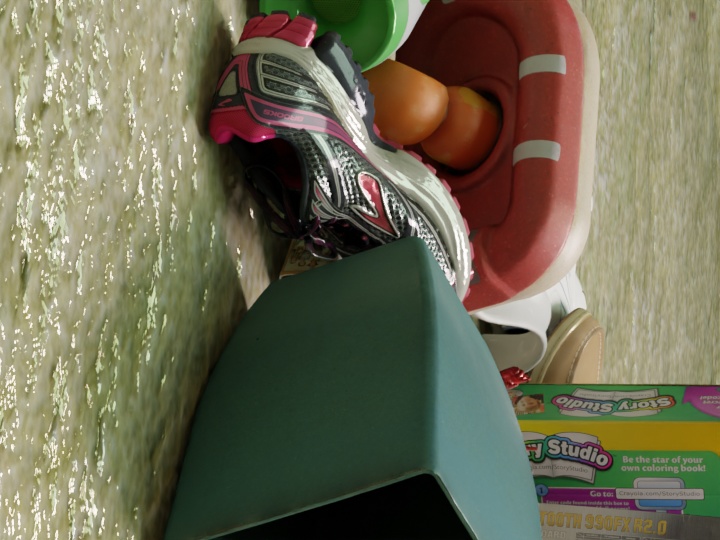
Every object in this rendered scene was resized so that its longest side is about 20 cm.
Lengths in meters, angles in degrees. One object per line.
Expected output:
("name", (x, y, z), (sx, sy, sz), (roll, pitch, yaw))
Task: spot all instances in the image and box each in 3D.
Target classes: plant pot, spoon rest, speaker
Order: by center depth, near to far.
("plant pot", (0.003, 0.089, 1.405), (0.201, 0.141, 0.142), (-87, 152, -48))
("speaker", (0.006, -0.176, 1.551), (0.200, 0.088, 0.089), (-63, 149, -59))
("spoon rest", (0.087, 0.008, 1.894), (0.200, 0.060, 0.100), (68, 26, -55))

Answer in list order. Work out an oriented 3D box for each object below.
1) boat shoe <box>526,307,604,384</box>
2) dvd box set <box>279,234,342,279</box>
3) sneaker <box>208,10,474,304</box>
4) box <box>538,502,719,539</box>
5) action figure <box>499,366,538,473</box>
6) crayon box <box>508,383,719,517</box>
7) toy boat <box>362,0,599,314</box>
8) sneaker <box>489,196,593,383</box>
("boat shoe", (0.152, 0.118, 2.025), (0.071, 0.064, 0.201), (-35, 141, -44))
("dvd box set", (0.000, 0.000, 1.625), (0.200, 0.029, 0.147), (-73, 157, -50))
("sneaker", (-0.015, -0.038, 1.467), (0.200, 0.080, 0.075), (51, 50, -33))
("box", (0.147, 0.186, 1.845), (0.158, 0.199, 0.049), (44, 51, -68))
("action figure", (0.077, 0.042, 1.732), (0.065, 0.098, 0.201), (-38, 146, -85))
("crayon box", (0.175, 0.164, 1.949), (0.058, 0.199, 0.174), (-61, 148, -61))
("toy boat", (0.050, -0.082, 1.584), (0.130, 0.130, 0.201), (26, 58, -39))
("sneaker", (0.120, -0.007, 2.002), (0.087, 0.074, 0.201), (-56, 143, -56))
